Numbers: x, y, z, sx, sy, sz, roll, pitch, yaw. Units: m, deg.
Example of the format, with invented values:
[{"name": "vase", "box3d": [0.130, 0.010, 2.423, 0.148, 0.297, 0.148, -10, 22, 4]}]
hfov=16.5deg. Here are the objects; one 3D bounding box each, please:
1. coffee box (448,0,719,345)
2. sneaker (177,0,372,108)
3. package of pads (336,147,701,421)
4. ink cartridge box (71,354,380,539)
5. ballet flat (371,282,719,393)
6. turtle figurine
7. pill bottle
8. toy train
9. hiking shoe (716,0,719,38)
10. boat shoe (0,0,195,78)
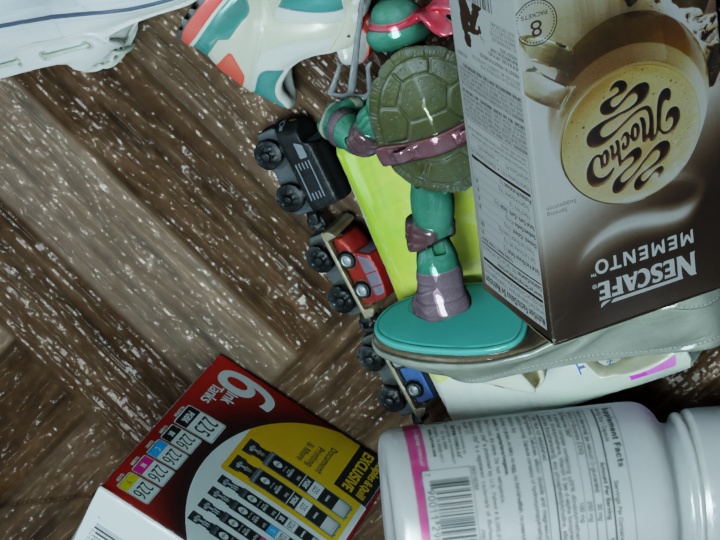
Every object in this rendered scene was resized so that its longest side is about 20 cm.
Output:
[{"name": "coffee box", "box3d": [0.116, -0.079, 1.232, 0.113, 0.080, 0.201, -19, 118, -19]}, {"name": "sneaker", "box3d": [-0.011, -0.170, 1.375, 0.093, 0.070, 0.200, 42, 120, -9]}, {"name": "package of pads", "box3d": [0.088, -0.016, 1.400, 0.154, 0.068, 0.201, -19, 104, 23]}, {"name": "ink cartridge box", "box3d": [-0.060, 0.161, 1.443, 0.175, 0.200, 0.084, 32, 116, 3]}, {"name": "ballet flat", "box3d": [0.104, 0.038, 1.346, 0.199, 0.068, 0.064, -12, 125, 21]}, {"name": "turtle figurine", "box3d": [0.042, -0.079, 1.307, 0.149, 0.101, 0.201, -13, 107, 22]}, {"name": "pill bottle", "box3d": [0.114, 0.133, 1.382, 0.199, 0.113, 0.114, -6, 111, -4]}, {"name": "toy train", "box3d": [0.000, 0.000, 1.452, 0.046, 0.034, 0.201, -20, 103, 30]}, {"name": "hiking shoe", "box3d": [0.142, -0.157, 1.338, 0.200, 0.074, 0.087, 44, 143, -6]}, {"name": "boat shoe", "box3d": [-0.155, -0.148, 1.420, 0.199, 0.074, 0.067, -1, 122, 40]}]
